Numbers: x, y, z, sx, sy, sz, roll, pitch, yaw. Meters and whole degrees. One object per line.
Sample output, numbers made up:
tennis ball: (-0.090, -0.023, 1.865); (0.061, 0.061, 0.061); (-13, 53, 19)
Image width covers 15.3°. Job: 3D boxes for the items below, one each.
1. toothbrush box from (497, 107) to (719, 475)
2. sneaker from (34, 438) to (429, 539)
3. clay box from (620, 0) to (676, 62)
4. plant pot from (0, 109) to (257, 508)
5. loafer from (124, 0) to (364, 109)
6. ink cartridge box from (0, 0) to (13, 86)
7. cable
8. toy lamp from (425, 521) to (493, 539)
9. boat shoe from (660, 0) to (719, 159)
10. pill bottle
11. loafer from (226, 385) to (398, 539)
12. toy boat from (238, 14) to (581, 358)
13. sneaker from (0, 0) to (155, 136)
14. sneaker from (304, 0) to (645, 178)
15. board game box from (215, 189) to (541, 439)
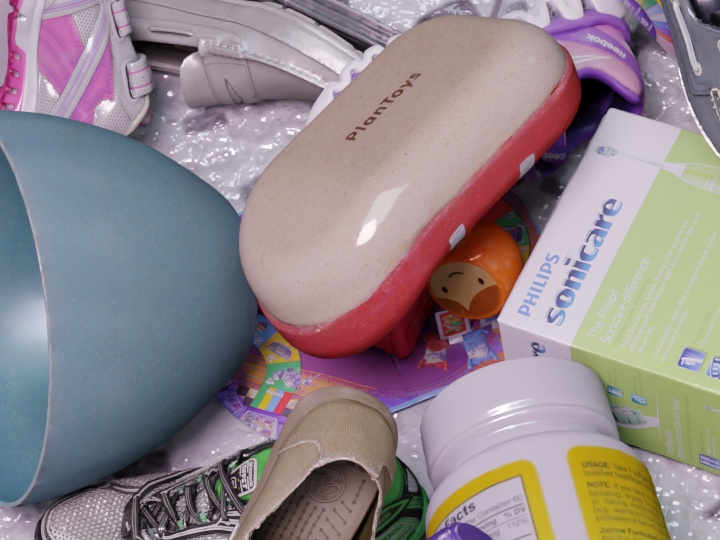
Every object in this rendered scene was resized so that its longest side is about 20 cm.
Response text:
toothbrush box: (0.190, 0.021, 1.357); (0.200, 0.086, 0.146); (18, 61, 20)
sneaker: (-0.066, 0.116, 1.339); (0.199, 0.085, 0.078); (-9, 55, 5)
clay box: (0.189, -0.147, 1.410); (0.048, 0.115, 0.200); (-38, 83, -16)
plant pot: (-0.132, 0.012, 1.374); (0.134, 0.200, 0.200); (-7, 51, -26)
loafer: (-0.074, -0.119, 1.514); (0.200, 0.070, 0.070); (22, 77, 24)
ink cartridge box: (-0.297, -0.148, 1.556); (0.200, 0.084, 0.146); (-29, 56, -10)
cable: (-0.046, -0.172, 1.523); (0.200, 0.097, 0.050); (22, 83, 24)
toy lamp: (-0.005, 0.197, 1.230); (0.200, 0.058, 0.058); (-50, 56, 17)
boat shoe: (0.183, -0.119, 1.318); (0.073, 0.062, 0.200); (-22, 86, 12)
pill bottle: (0.095, 0.148, 1.272); (0.114, 0.114, 0.200); (-14, 55, 1)
loafer: (-0.039, 0.152, 1.266); (0.076, 0.067, 0.200); (17, 101, -2)
toy boat: (0.037, -0.028, 1.351); (0.200, 0.131, 0.130); (-46, 29, -19)
sneaker: (-0.154, -0.116, 1.481); (0.088, 0.201, 0.081); (11, 14, -12)
sneaker: (0.069, -0.085, 1.446); (0.200, 0.081, 0.089); (-20, 57, -12)
board game box: (0.000, 0.000, 1.431); (0.200, 0.039, 0.158); (-21, 56, -5)
